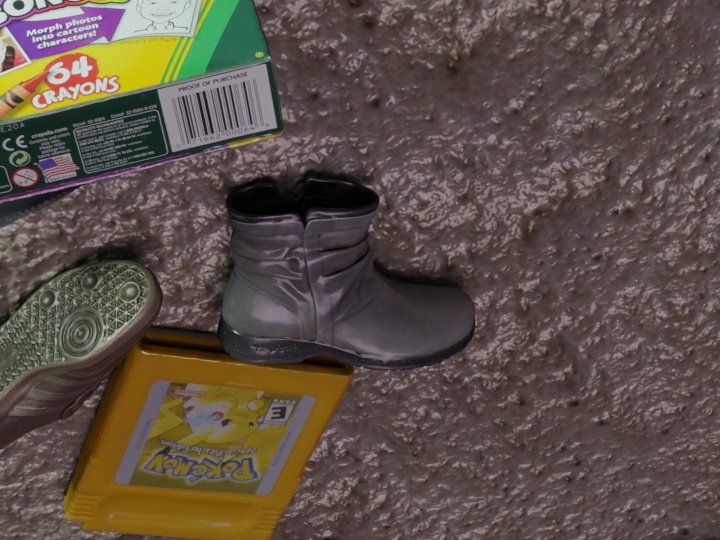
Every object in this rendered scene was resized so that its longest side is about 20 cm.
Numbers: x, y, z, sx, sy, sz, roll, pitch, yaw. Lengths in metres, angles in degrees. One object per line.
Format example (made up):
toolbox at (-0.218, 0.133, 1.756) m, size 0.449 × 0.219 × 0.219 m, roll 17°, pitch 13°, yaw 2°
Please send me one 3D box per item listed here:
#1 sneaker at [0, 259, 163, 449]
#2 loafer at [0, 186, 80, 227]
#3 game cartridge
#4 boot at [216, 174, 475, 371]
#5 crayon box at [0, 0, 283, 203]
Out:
sneaker at (-0.209, 0.061, 1.124) m, size 0.199 × 0.071 × 0.075 m, roll -31°, pitch 152°, yaw 16°
loafer at (-0.175, -0.086, 0.984) m, size 0.200 × 0.071 × 0.068 m, roll -36°, pitch 131°, yaw 16°
game cartridge at (-0.119, 0.132, 1.229) m, size 0.175 × 0.033 × 0.201 m, roll 8°, pitch 127°, yaw -24°
boot at (0.000, 0.000, 1.125) m, size 0.198 × 0.070 × 0.132 m, roll -3°, pitch 127°, yaw -21°
crayon box at (-0.157, -0.126, 0.882) m, size 0.198 × 0.173 × 0.059 m, roll -14°, pitch 138°, yaw -6°
